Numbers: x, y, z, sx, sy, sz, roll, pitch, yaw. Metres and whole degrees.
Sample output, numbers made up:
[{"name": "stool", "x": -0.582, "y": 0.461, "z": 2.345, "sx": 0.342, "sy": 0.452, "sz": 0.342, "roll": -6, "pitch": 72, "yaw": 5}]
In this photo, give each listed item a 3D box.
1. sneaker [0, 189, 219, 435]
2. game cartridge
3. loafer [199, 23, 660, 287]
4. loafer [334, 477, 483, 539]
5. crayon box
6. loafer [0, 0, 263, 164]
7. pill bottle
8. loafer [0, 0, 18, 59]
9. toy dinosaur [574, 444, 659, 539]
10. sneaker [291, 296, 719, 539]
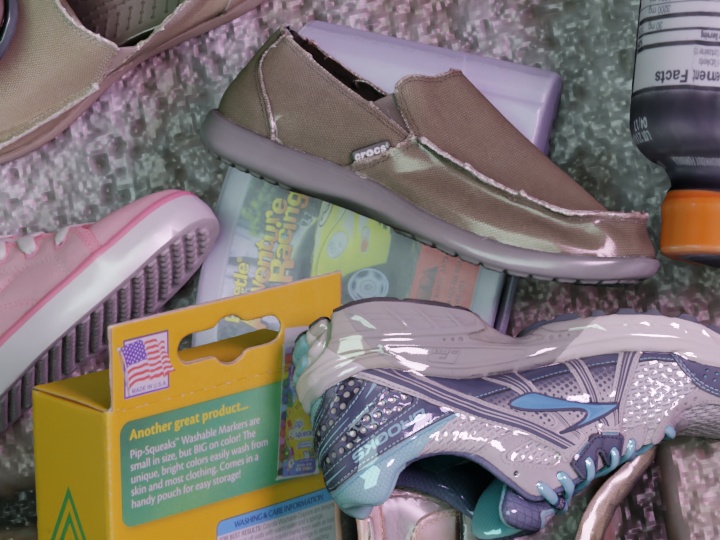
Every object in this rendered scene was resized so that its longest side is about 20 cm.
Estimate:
[{"name": "sneaker", "x": -0.158, "y": 0.004, "z": 1.160, "sx": 0.200, "sy": 0.075, "sz": 0.105, "roll": -39, "pitch": 77, "yaw": 23}, {"name": "game cartridge", "x": 0.000, "y": 0.000, "z": 1.152, "sx": 0.132, "sy": 0.041, "sz": 0.201, "roll": 13, "pitch": 88, "yaw": 19}, {"name": "loafer", "x": 0.031, "y": -0.047, "z": 1.091, "sx": 0.199, "sy": 0.075, "sz": 0.070, "roll": 21, "pitch": 94, "yaw": 16}, {"name": "loafer", "x": 0.003, "y": 0.177, "z": 1.091, "sx": 0.063, "sy": 0.072, "sz": 0.201, "roll": 7, "pitch": 92, "yaw": -30}, {"name": "crayon box", "x": -0.066, "y": 0.104, "z": 1.081, "sx": 0.051, "sy": 0.125, "sz": 0.201, "roll": 13, "pitch": 109, "yaw": 44}, {"name": "loafer", "x": -0.129, "y": -0.110, "z": 1.177, "sx": 0.199, "sy": 0.068, "sz": 0.076, "roll": -31, "pitch": 78, "yaw": 10}, {"name": "pill bottle", "x": 0.163, "y": -0.101, "z": 1.083, "sx": 0.106, "sy": 0.106, "sz": 0.201, "roll": 5, "pitch": 86, "yaw": 15}, {"name": "loafer", "x": -0.236, "y": -0.131, "z": 1.179, "sx": 0.199, "sy": 0.063, "sz": 0.072, "roll": 23, "pitch": 92, "yaw": 36}, {"name": "toy dinosaur", "x": 0.084, "y": 0.166, "z": 1.091, "sx": 0.047, "sy": 0.088, "sz": 0.201, "roll": 0, "pitch": 83, "yaw": 37}, {"name": "sneaker", "x": 0.071, "y": 0.067, "z": 1.071, "sx": 0.199, "sy": 0.078, "sz": 0.087, "roll": 2, "pitch": 64, "yaw": -17}]
